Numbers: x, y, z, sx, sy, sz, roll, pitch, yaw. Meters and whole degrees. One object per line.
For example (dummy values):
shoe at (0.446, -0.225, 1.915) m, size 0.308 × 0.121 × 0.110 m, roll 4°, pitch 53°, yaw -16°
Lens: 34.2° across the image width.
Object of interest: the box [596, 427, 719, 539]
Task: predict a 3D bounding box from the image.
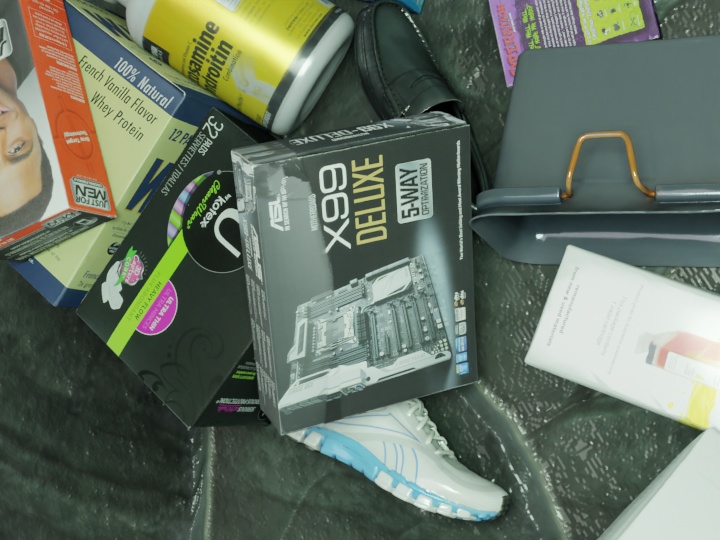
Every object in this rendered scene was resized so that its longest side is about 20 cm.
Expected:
box at (0.198, 0.245, 0.681) m, size 0.199 × 0.171 × 0.200 m, roll 41°, pitch 66°, yaw 15°

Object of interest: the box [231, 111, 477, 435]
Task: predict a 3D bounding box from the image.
box at (0.000, 0.000, 0.818) m, size 0.050 × 0.157 × 0.201 m, roll -141°, pitch 43°, yaw -59°

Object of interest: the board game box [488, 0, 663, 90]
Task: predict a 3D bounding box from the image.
board game box at (0.149, -0.247, 0.888) m, size 0.120 × 0.032 × 0.201 m, roll -14°, pitch 78°, yaw 19°

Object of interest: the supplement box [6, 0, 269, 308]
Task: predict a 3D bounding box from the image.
supplement box at (-0.225, -0.101, 0.991) m, size 0.200 × 0.134 × 0.200 m, roll 38°, pitch 101°, yaw 24°

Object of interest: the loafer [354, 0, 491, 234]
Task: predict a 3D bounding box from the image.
loafer at (0.052, -0.121, 0.890) m, size 0.070 × 0.068 × 0.201 m, roll -38°, pitch 69°, yaw 59°

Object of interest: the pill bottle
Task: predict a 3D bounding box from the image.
pill bottle at (-0.113, -0.203, 0.926) m, size 0.200 × 0.112 × 0.112 m, roll 33°, pitch 100°, yaw 0°

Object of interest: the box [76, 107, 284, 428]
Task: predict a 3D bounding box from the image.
box at (-0.095, 0.003, 0.925) m, size 0.148 × 0.124 × 0.200 m, roll 40°, pitch 100°, yaw 24°

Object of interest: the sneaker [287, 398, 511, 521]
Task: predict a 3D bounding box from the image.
sneaker at (0.029, 0.120, 0.884) m, size 0.200 × 0.075 × 0.087 m, roll 24°, pitch 89°, yaw 25°

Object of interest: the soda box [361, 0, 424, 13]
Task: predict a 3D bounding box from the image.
soda box at (-0.039, -0.269, 0.959) m, size 0.200 × 0.064 × 0.068 m, roll 19°, pitch 93°, yaw 26°

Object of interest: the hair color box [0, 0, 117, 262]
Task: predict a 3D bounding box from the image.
hair color box at (-0.266, -0.118, 0.903) m, size 0.101 × 0.061 × 0.201 m, roll -23°, pitch 76°, yaw 21°

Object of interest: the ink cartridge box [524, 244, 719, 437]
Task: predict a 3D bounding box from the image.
ink cartridge box at (0.228, 0.059, 0.754) m, size 0.200 × 0.145 × 0.084 m, roll 21°, pitch 92°, yaw 25°

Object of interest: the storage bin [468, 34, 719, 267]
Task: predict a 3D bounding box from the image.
storage bin at (0.183, -0.085, 0.802) m, size 0.199 × 0.146 × 0.135 m, roll 0°, pitch 74°, yaw 25°
